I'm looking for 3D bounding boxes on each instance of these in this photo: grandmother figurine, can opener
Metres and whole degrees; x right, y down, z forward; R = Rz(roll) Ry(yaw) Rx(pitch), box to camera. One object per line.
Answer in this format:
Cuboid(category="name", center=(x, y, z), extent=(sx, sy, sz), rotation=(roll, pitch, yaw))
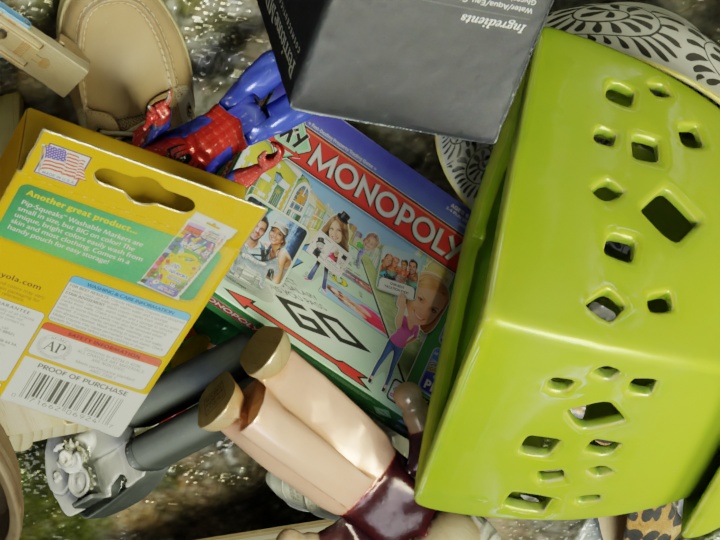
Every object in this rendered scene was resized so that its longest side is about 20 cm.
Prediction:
Cuboid(category="grandmother figurine", center=(0.001, 0.120, 1.386), extent=(0.200, 0.061, 0.121), rotation=(38, 109, -21))
Cuboid(category="can opener", center=(-0.114, 0.091, 1.462), extent=(0.066, 0.053, 0.200), rotation=(2, 155, -47))

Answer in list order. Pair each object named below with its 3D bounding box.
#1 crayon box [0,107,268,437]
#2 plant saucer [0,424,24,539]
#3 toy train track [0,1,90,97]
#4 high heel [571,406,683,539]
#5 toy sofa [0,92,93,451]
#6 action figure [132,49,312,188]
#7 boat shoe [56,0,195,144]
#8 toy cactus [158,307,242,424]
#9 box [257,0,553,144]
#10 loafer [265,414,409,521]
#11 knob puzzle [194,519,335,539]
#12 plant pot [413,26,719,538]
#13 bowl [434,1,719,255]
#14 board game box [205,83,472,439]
Cuboid(category="crayon box", center=(-0.144, -0.005, 1.309), extent=(0.125, 0.052, 0.200), rotation=(20, 133, -18))
Cuboid(category="plant saucer", center=(-0.272, 0.091, 1.431), extent=(0.200, 0.029, 0.200), rotation=(23, 141, 20))
Cuboid(category="toy train track", center=(-0.228, -0.160, 1.309), extent=(0.200, 0.033, 0.115), rotation=(34, 121, -24))
Cuboid(category="high heel", center=(0.144, 0.132, 1.611), extent=(0.200, 0.071, 0.143), rotation=(12, 117, -34))
Cuboid(category="toy sofa", center=(-0.212, 0.005, 1.414), extent=(0.097, 0.083, 0.200), rotation=(-12, 129, 6))
Cuboid(category="action figure", center=(-0.052, -0.091, 1.331), extent=(0.200, 0.099, 0.065), rotation=(-37, 94, -13))
Cuboid(category="boat shoe", center=(-0.120, -0.075, 1.389), extent=(0.071, 0.065, 0.200), rotation=(-15, 129, -3))
Cuboid(category="toy cactus", center=(-0.042, 0.017, 1.475), extent=(0.199, 0.102, 0.165), rotation=(-13, 119, 8))
Cuboid(category="box", center=(0.027, -0.204, 1.246), extent=(0.117, 0.197, 0.200), rotation=(8, 124, -19))
Cuboid(category="loafer", center=(0.002, 0.112, 1.517), extent=(0.070, 0.200, 0.070), rotation=(5, 93, 19))
Cuboid(category="knob puzzle", center=(-0.035, 0.219, 1.610), extent=(0.219, 0.031, 0.220), rotation=(2, 152, 1))
Cuboid(category="plant pot", center=(0.145, 0.019, 1.317), extent=(0.181, 0.200, 0.199), rotation=(13, 146, -2))
Cuboid(category="bowl", center=(0.150, -0.090, 1.412), extent=(0.200, 0.094, 0.201), rotation=(14, 146, 10))
Cuboid(category="board game box", center=(0.000, 0.000, 1.419), extent=(0.200, 0.135, 0.029), rotation=(34, 156, -19))
